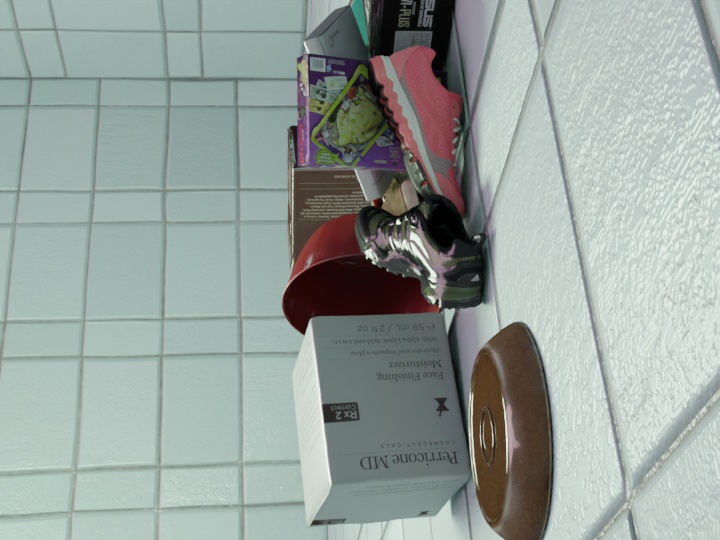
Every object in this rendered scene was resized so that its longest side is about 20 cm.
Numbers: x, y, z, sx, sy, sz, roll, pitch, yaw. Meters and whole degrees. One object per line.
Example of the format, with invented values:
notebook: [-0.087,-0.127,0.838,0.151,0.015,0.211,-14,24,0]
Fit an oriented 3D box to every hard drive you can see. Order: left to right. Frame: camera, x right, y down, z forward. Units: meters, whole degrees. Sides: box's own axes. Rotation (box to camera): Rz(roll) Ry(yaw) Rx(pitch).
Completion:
hard drive: [-0.003,-0.201,1.310,0.201,0.026,0.132,67,-155,-22]

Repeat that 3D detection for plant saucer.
plant saucer: [0.127,0.147,0.980,0.200,0.034,0.202,180,90,-83]

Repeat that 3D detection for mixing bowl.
mixing bowl: [0.000,0.000,1.380,0.201,0.198,0.109,98,172,-53]

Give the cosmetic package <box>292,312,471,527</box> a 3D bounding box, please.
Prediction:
cosmetic package: [0.017,0.175,1.284,0.165,0.163,0.202,111,153,-59]

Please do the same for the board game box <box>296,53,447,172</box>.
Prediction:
board game box: [0.017,-0.174,1.247,0.032,0.199,0.121,-7,84,53]

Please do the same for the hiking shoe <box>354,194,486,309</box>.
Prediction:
hiking shoe: [0.068,-0.040,1.169,0.200,0.075,0.102,36,121,44]

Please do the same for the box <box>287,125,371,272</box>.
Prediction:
box: [-0.042,-0.123,1.876,0.166,0.163,0.202,-101,12,-58]

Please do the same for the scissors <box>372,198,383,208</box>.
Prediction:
scissors: [0.000,-0.170,1.377,0.073,0.014,0.202,-60,-45,-79]

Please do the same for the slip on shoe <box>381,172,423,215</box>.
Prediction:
slip on shoe: [0.057,-0.077,1.320,0.076,0.060,0.200,49,-169,-19]

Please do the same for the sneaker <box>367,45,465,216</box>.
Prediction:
sneaker: [0.082,-0.153,1.200,0.074,0.086,0.202,-168,54,-85]

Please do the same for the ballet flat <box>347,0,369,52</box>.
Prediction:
ballet flat: [0.003,-0.384,1.885,0.073,0.072,0.202,-107,15,-68]

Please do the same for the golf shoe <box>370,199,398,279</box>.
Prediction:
golf shoe: [0.062,-0.053,1.464,0.088,0.077,0.202,38,131,49]

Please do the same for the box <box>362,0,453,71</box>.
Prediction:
box: [0.057,-0.355,1.303,0.201,0.085,0.165,96,170,-46]
